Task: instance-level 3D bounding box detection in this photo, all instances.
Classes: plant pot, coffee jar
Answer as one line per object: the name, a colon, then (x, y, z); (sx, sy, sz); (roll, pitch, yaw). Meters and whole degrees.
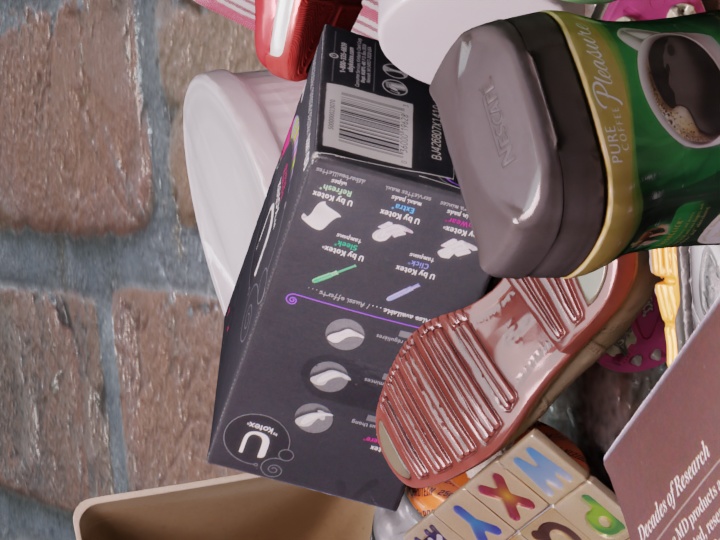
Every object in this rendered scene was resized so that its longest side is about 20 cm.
plant pot: (-0.071, 0.241, 1.760); (0.177, 0.199, 0.200); (117, 143, -75)
coffee jar: (0.131, -0.055, 1.107); (0.085, 0.199, 0.105); (122, 137, -58)

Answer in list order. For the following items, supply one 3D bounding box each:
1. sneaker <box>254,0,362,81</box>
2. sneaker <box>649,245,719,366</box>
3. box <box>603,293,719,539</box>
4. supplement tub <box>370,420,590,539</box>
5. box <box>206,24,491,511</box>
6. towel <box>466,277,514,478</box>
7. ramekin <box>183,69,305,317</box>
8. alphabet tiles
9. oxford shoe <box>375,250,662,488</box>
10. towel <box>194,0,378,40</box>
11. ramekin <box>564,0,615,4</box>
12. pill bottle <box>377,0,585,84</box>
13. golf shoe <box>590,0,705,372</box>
sneaker: (-0.050, -0.201, 1.393); (0.115, 0.078, 0.201); (13, 91, 24)
sneaker: (0.178, 0.051, 1.201); (0.077, 0.078, 0.201); (0, 106, 43)
box: (0.213, 0.109, 0.989); (0.164, 0.165, 0.200); (116, 143, -55)
supplement tub: (0.060, 0.182, 1.469); (0.123, 0.122, 0.200); (-124, 35, -51)
box: (0.000, 0.000, 1.376); (0.122, 0.106, 0.200); (-86, 13, -54)
towel: (0.073, 0.003, 1.434); (0.200, 0.034, 0.133); (-89, 5, -55)
ramekin: (-0.032, -0.031, 1.656); (0.202, 0.094, 0.203); (165, 90, -74)
alphabet tiles: (0.099, 0.168, 1.329); (0.167, 0.008, 0.200); (40, 142, -4)
oxford shoe: (0.080, 0.037, 1.273); (0.200, 0.075, 0.071); (-44, 66, 42)
towel: (-0.001, -0.150, 1.523); (0.200, 0.146, 0.030); (-18, 49, 68)
ramekin: (0.049, -0.202, 1.079); (0.200, 0.097, 0.201); (175, 90, -69)
pill bottle: (0.061, -0.193, 1.301); (0.113, 0.113, 0.200); (124, 154, -59)
golf shoe: (0.120, -0.055, 1.318); (0.092, 0.075, 0.201); (-132, 42, -62)
